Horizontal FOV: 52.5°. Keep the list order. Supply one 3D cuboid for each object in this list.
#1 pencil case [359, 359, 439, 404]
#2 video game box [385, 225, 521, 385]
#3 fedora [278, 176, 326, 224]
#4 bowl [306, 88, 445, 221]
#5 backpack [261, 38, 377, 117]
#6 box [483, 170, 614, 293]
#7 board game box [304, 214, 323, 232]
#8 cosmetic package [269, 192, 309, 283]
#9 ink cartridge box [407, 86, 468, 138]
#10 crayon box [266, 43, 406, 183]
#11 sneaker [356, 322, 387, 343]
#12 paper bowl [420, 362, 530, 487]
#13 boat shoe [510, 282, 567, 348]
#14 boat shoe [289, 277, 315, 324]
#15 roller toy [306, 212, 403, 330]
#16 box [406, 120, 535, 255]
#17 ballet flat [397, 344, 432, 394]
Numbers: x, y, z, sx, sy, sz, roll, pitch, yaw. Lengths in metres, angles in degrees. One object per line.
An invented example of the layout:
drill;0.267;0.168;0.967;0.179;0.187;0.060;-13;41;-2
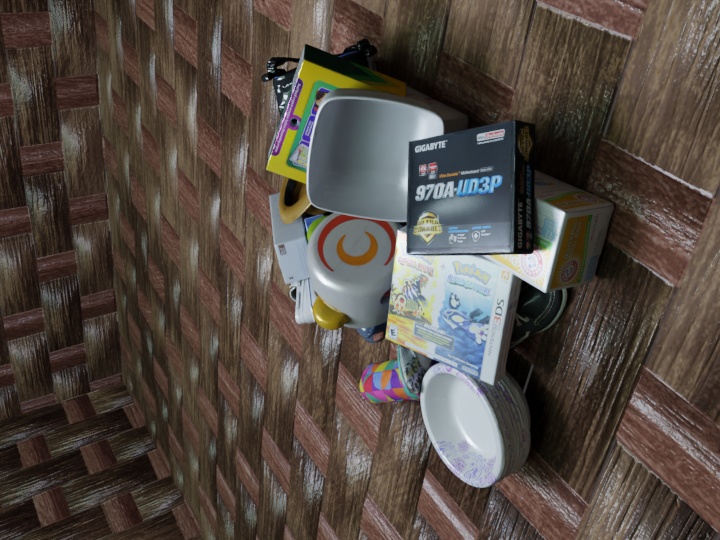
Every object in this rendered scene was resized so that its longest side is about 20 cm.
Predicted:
pencil case;0.076;0.209;1.381;0.199;0.087;0.091;-21;85;61
video game box;0.135;0.048;1.084;0.196;0.046;0.187;20;115;31
fedora;-0.089;-0.173;1.462;0.200;0.080;0.205;-39;40;42
bowl;0.019;-0.182;1.104;0.076;0.194;0.203;-91;11;-49
backpack;-0.044;-0.302;1.258;0.194;0.191;0.158;-7;103;14
box;0.225;-0.067;0.990;0.199;0.099;0.115;36;126;47
board game box;-0.071;-0.007;1.483;0.199;0.042;0.206;-137;34;-87
cosmetic package;-0.145;-0.077;1.543;0.202;0.072;0.103;-107;3;-52
ink cartridge box;0.083;-0.225;1.198;0.199;0.066;0.119;40;134;45
crayon box;-0.040;-0.226;1.154;0.059;0.168;0.202;-91;22;-50
sneaker;0.031;0.098;1.391;0.200;0.073;0.087;-167;64;-80
paper bowl;0.192;0.230;1.166;0.200;0.102;0.205;38;137;45
boat shoe;0.230;0.068;1.085;0.075;0.059;0.200;65;148;16
boat shoe;-0.117;0.042;1.532;0.202;0.064;0.073;-103;0;-50
roller toy;0.000;0.000;1.271;0.141;0.177;0.204;84;-179;-55
box;0.142;-0.101;0.967;0.198;0.045;0.164;1;90;52
ballet flat;0.096;0.128;1.268;0.202;0.070;0.074;-95;9;-59
